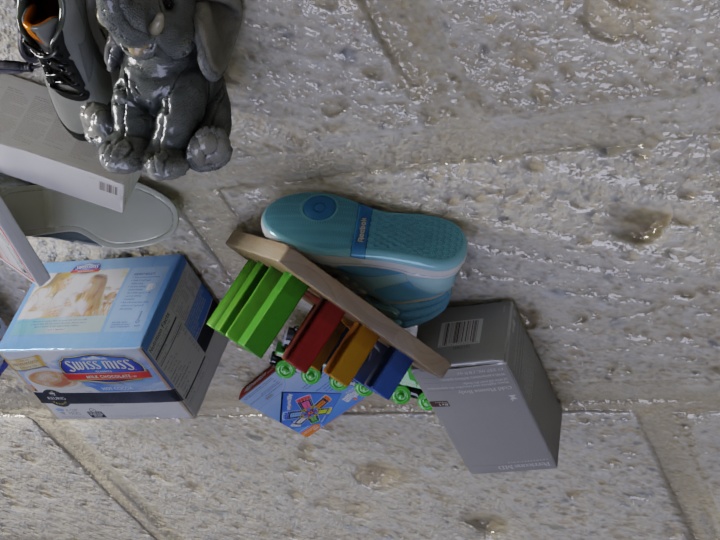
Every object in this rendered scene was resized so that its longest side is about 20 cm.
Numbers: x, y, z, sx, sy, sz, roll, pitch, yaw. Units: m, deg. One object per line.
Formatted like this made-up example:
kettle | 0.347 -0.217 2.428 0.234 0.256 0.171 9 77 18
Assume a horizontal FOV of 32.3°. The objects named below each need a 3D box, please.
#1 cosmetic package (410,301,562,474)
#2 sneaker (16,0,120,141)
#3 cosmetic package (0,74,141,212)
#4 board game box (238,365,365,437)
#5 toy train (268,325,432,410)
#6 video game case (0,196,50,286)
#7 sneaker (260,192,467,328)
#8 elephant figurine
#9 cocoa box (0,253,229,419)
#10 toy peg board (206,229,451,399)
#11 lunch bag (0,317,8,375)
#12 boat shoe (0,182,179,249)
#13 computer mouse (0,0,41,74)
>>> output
cosmetic package | 0.136 0.127 1.306 0.106 0.091 0.200 -9 134 23
sneaker | -0.253 -0.192 1.045 0.074 0.079 0.201 16 134 17
cosmetic package | -0.303 -0.128 1.175 0.199 0.083 0.051 19 147 0
board game box | -0.056 0.135 1.460 0.103 0.020 0.200 32 142 -15
toy train | -0.001 0.105 1.359 0.199 0.042 0.057 13 109 -3
video game case | -0.399 -0.072 1.258 0.200 0.017 0.143 28 151 40
sneaker | 0.000 0.000 1.211 0.199 0.080 0.131 13 143 9
elephant figurine | -0.157 -0.185 1.008 0.141 0.155 0.201 -8 120 -20
cocoa box | -0.270 0.075 1.378 0.199 0.134 0.132 -3 138 26
toy peg board | -0.048 0.062 1.212 0.199 0.098 0.200 36 173 -20
lunch bag | -0.543 0.064 1.502 0.199 0.124 0.170 14 146 30
boat shoe | -0.275 -0.060 1.285 0.199 0.073 0.062 2 -178 12
computer mouse | -0.366 -0.236 1.096 0.199 0.046 0.141 0 137 6
